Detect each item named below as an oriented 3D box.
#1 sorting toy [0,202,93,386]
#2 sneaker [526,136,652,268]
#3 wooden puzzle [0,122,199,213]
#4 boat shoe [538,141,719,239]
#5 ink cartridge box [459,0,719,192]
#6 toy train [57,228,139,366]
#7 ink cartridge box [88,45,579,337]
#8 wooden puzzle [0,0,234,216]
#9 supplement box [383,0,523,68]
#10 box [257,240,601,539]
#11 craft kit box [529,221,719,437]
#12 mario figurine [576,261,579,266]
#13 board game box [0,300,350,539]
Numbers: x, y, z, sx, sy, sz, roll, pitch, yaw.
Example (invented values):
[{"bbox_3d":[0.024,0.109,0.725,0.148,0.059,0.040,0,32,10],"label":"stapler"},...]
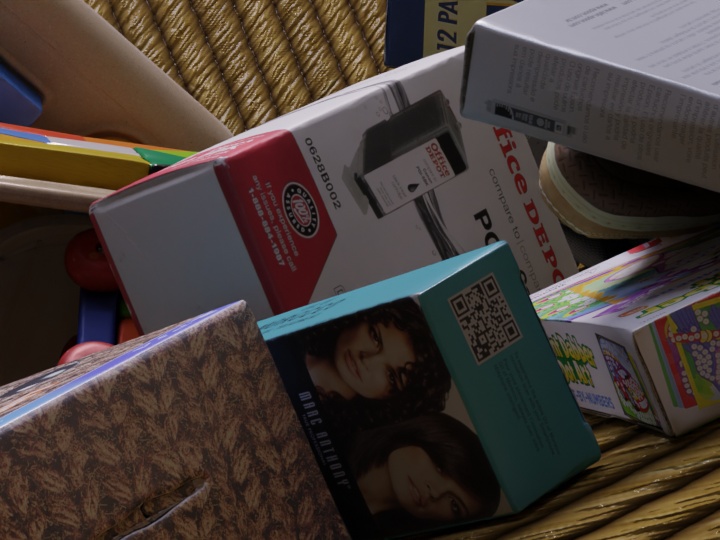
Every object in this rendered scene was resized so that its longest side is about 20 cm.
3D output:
[{"bbox_3d":[-0.194,0.079,1.216,0.180,0.107,0.200,-51,14,38],"label":"sorting toy"},{"bbox_3d":[0.161,-0.040,1.283,0.199,0.075,0.116,2,44,-8],"label":"sneaker"},{"bbox_3d":[-0.132,-0.047,1.167,0.199,0.037,0.185,3,7,-11],"label":"wooden puzzle"},{"bbox_3d":[0.128,-0.044,0.990,0.200,0.072,0.076,-21,-17,-47],"label":"boat shoe"},{"bbox_3d":[0.169,-0.069,0.885,0.199,0.041,0.199,18,26,28],"label":"ink cartridge box"},{"bbox_3d":[-0.077,0.073,1.074,0.115,0.085,0.200,3,45,-6],"label":"toy train"},{"bbox_3d":[0.000,0.000,1.044,0.083,0.147,0.200,-18,8,40],"label":"ink cartridge box"},{"bbox_3d":[-0.188,-0.044,1.277,0.200,0.185,0.046,-47,21,4],"label":"wooden puzzle"},{"bbox_3d":[0.135,-0.169,1.273,0.199,0.135,0.200,4,8,18],"label":"supplement box"},{"bbox_3d":[-0.013,0.056,0.877,0.049,0.083,0.200,-29,7,-42],"label":"box"},{"bbox_3d":[0.166,-0.002,0.915,0.199,0.049,0.197,-24,7,-10],"label":"craft kit box"},{"bbox_3d":[0.040,-0.024,1.330,0.106,0.124,0.200,-39,10,-4],"label":"mario figurine"},{"bbox_3d":[-0.135,0.102,0.840,0.200,0.097,0.159,-20,6,42],"label":"board game box"}]
